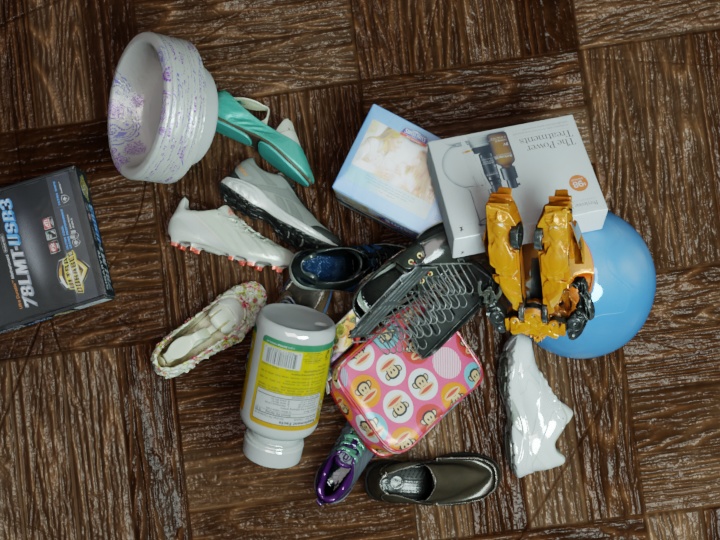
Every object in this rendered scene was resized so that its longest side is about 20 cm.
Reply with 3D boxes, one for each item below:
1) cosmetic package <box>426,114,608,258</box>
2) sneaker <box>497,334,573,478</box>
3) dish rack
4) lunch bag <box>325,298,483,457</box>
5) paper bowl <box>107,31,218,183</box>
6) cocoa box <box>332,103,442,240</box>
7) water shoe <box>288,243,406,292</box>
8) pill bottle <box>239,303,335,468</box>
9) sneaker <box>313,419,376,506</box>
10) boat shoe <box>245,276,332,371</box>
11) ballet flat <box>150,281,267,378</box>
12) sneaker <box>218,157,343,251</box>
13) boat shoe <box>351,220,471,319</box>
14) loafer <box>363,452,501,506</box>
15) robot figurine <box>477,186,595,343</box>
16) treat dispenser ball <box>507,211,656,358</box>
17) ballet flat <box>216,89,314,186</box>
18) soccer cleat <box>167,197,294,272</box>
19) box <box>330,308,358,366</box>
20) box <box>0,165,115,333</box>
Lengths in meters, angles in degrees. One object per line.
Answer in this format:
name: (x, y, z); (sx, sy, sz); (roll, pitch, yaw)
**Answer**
cosmetic package: (0.195, -0.109, 1.188); (0.196, 0.052, 0.153); (-11, 63, -3)
sneaker: (0.248, 0.185, 1.317); (0.097, 0.078, 0.204); (-6, 95, -4)
dish rack: (0.078, 0.049, 1.171); (0.154, 0.199, 0.055); (-49, 67, 22)
lunch bag: (0.054, 0.137, 1.290); (0.199, 0.082, 0.177); (-35, 87, -24)
paper bowl: (-0.273, -0.225, 1.317); (0.103, 0.199, 0.205); (4, 86, -37)
cocoa box: (0.076, -0.120, 1.308); (0.197, 0.131, 0.135); (27, 88, 4)
water shoe: (0.000, 0.000, 1.305); (0.196, 0.079, 0.073); (-5, 89, -22)
pill bottle: (-0.103, 0.157, 1.259); (0.111, 0.113, 0.204); (13, 105, 4)
sneaker: (0.000, 0.243, 1.312); (0.074, 0.088, 0.202); (28, 89, 4)
boat shoe: (-0.098, 0.072, 1.335); (0.071, 0.072, 0.202); (28, 89, 2)
ballet flat: (-0.218, 0.089, 1.345); (0.199, 0.064, 0.076); (-39, 85, 0)
sneaker: (-0.106, -0.092, 1.348); (0.199, 0.074, 0.080); (35, 69, 0)
boat shoe: (0.074, 0.002, 1.227); (0.200, 0.063, 0.074); (-34, 100, 19)
loafer: (0.105, 0.299, 1.303); (0.196, 0.071, 0.075); (-5, 86, -7)
robot figurine: (0.209, 0.000, 1.116); (0.142, 0.059, 0.203); (6, 129, 23)
treat dispenser ball: (0.294, 0.016, 1.254); (0.197, 0.201, 0.205); (0, 86, 3)
ballet flat: (-0.139, -0.202, 1.360); (0.198, 0.067, 0.071); (32, 76, 3)
soccer cleat: (-0.183, -0.051, 1.352); (0.196, 0.069, 0.079); (15, 84, 7)
box: (-0.049, 0.118, 1.346); (0.200, 0.041, 0.039); (-44, 86, 1)
box: (-0.481, -0.028, 1.375); (0.195, 0.050, 0.204); (-16, 85, 1)
